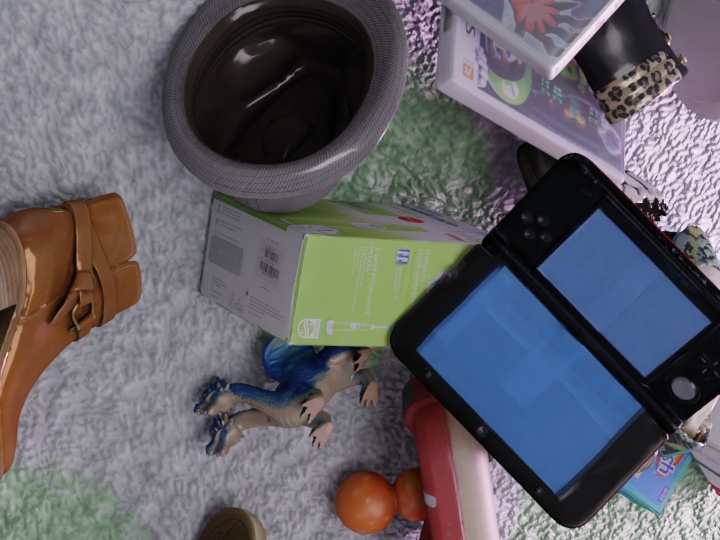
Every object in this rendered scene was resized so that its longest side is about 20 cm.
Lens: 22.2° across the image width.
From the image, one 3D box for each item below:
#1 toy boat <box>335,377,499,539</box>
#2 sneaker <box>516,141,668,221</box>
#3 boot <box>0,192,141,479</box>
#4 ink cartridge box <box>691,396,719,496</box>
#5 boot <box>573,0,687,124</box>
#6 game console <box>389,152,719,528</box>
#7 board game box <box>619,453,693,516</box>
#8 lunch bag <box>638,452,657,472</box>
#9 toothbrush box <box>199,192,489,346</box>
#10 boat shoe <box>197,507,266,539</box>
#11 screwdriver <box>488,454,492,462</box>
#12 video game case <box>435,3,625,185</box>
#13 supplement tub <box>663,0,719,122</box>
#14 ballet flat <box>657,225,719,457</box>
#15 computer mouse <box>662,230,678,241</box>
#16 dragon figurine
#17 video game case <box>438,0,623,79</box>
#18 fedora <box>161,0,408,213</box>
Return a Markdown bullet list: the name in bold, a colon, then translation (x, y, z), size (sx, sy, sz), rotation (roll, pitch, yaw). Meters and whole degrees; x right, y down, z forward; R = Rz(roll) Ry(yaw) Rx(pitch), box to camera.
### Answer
- **toy boat**: translation (0.044, 0.188, 1.513), size (0.130, 0.131, 0.201), rotation (-8, 111, 2)
- **sneaker**: translation (0.195, -0.077, 1.545), size (0.066, 0.091, 0.200), rotation (-37, 157, 28)
- **boot**: translation (-0.225, 0.048, 1.315), size (0.154, 0.073, 0.201), rotation (-26, 133, -40)
- **ink cartridge box**: translation (0.377, 0.135, 1.671), size (0.145, 0.084, 0.200), rotation (-55, 150, -8)
- **boot**: translation (0.214, -0.223, 1.470), size (0.203, 0.073, 0.154), rotation (-41, 101, -37)
- **game console**: translation (0.152, 0.051, 1.299), size (0.200, 0.172, 0.119), rotation (45, 48, 3)
- **board game box**: translation (0.234, 0.109, 1.640), size (0.200, 0.045, 0.153), rotation (35, 83, -34)
- **lunch bag**: translation (0.172, 0.065, 1.446), size (0.138, 0.168, 0.202), rotation (5, 93, 12)
- **toothbrush box**: translation (0.000, 0.000, 1.397), size (0.199, 0.145, 0.087), rotation (4, 102, -33)
- **boat shoe**: translation (-0.094, 0.286, 1.470), size (0.065, 0.072, 0.202), rotation (-6, 99, -53)
- **screwdriver**: translation (0.093, 0.075, 1.545), size (0.028, 0.029, 0.201), rotation (-21, 119, -27)
- **video game case**: translation (0.141, -0.184, 1.454), size (0.199, 0.023, 0.183), rotation (26, 57, -36)
- **supplement tub**: translation (0.374, -0.198, 1.583), size (0.199, 0.140, 0.141), rotation (-3, 105, -32)
- **ballet flat**: translation (0.284, 0.060, 1.544), size (0.074, 0.074, 0.201), rotation (16, 80, -35)
- **computer mouse**: translation (0.233, 0.072, 1.573), size (0.140, 0.046, 0.201), rotation (-8, 106, -32)
- **dragon figurine**: translation (-0.039, 0.077, 1.434), size (0.200, 0.099, 0.059), rotation (-42, 135, -22)
- **video game case**: translation (0.125, -0.265, 1.385), size (0.182, 0.200, 0.023), rotation (-48, 161, -12)
- **fedora**: translation (-0.052, -0.121, 1.343), size (0.090, 0.176, 0.201), rotation (80, 22, -59)
